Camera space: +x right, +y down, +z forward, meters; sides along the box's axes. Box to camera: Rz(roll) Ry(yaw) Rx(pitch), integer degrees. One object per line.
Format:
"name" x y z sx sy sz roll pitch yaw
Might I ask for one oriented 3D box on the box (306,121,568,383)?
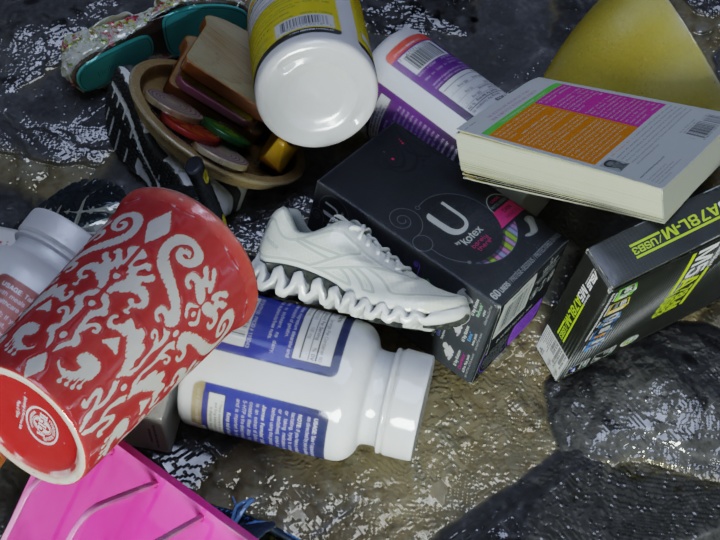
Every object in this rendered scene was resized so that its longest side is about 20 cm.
"box" 0.062 -0.019 1.286 0.199 0.107 0.122 34 48 18

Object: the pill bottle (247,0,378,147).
"pill bottle" -0.048 -0.211 1.332 0.110 0.112 0.201 -3 39 -5

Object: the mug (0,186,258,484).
"mug" -0.177 0.067 1.071 0.132 0.179 0.200 7 39 32

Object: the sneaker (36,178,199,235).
"sneaker" -0.215 -0.025 1.309 0.198 0.087 0.078 7 39 29

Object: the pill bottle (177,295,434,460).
"pill bottle" -0.043 0.093 1.219 0.198 0.120 0.121 14 59 6

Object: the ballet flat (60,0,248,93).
"ballet flat" -0.209 -0.241 1.442 0.198 0.076 0.064 -22 54 -18

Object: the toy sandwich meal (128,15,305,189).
"toy sandwich meal" -0.121 -0.156 1.351 0.204 0.071 0.206 27 28 -15

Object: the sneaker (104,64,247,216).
"sneaker" -0.178 -0.117 1.379 0.079 0.074 0.201 -14 59 -35

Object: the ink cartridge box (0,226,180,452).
"ink cartridge box" -0.244 0.058 1.248 0.198 0.085 0.147 11 63 4

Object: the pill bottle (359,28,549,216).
"pill bottle" 0.092 -0.129 1.364 0.199 0.112 0.111 39 64 19

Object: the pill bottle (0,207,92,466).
"pill bottle" -0.280 0.055 1.139 0.111 0.112 0.201 28 69 14

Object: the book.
"book" 0.199 -0.110 1.223 0.199 0.048 0.133 18 43 37

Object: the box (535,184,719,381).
"box" 0.256 0.004 1.239 0.192 0.200 0.048 -22 69 -17

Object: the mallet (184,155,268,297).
"mallet" -0.114 -0.033 1.250 0.041 0.201 0.066 2 47 14

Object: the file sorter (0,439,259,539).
"file sorter" -0.204 0.222 1.095 0.199 0.125 0.140 33 106 16

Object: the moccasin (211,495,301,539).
"moccasin" -0.081 0.224 1.167 0.198 0.068 0.081 17 59 8

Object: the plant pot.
"plant pot" 0.249 -0.159 1.362 0.141 0.200 0.201 -31 62 8

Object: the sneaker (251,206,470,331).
"sneaker" 0.000 0.000 1.211 0.198 0.075 0.082 15 88 19
